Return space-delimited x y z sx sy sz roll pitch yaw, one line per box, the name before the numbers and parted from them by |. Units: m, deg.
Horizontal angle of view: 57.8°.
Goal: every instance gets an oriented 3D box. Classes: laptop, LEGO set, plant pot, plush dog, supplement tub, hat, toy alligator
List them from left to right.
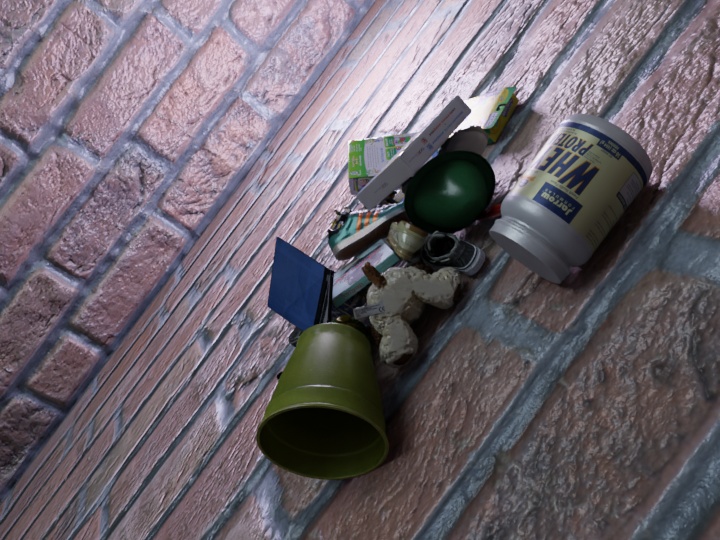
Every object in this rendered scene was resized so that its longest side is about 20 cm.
laptop | -0.119 0.078 1.209 0.201 0.115 0.188 -89 10 -49
plant pot | -0.052 0.195 1.044 0.200 0.200 0.194 -37 31 32
LEGO set | -0.015 -0.125 1.483 0.201 0.116 0.154 -58 22 0
toy alligator | -0.005 0.132 1.246 0.054 0.060 0.200 -14 21 -12
plush dog | 0.063 0.052 1.144 0.200 0.160 0.172 -53 -3 -4
hat | 0.181 -0.095 1.099 0.200 0.165 0.177 -56 30 28
supplement tub | 0.287 -0.098 0.906 0.200 0.145 0.145 -53 24 0

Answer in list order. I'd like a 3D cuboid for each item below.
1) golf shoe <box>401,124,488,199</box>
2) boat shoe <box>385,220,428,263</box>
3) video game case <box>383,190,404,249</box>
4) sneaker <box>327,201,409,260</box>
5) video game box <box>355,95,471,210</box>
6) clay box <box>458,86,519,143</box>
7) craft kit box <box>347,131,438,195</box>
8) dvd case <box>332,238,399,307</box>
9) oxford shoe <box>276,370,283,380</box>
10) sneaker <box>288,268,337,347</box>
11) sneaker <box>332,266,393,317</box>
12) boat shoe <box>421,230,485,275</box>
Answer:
golf shoe | 0.163 -0.176 1.206 0.200 0.078 0.098 -44 31 28
boat shoe | 0.080 -0.051 1.226 0.063 0.073 0.200 -63 -3 -2
video game case | 0.119 -0.146 1.435 0.200 0.023 0.182 -44 25 22
sneaker | 0.019 -0.102 1.365 0.199 0.071 0.080 -29 63 5
video game box | 0.094 -0.210 1.189 0.182 0.047 0.200 -46 5 -25
clay box | 0.254 -0.320 1.394 0.115 0.048 0.200 -58 25 -13
craft kit box | 0.071 -0.238 1.424 0.196 0.049 0.200 -3 34 2
dvd case | 0.000 0.000 1.262 0.146 0.022 0.200 -37 10 3
oxford shoe | -0.099 0.220 1.265 0.200 0.073 0.072 -19 40 52
sneaker | -0.103 0.077 1.453 0.200 0.086 0.080 -52 22 3
sneaker | -0.003 0.033 1.368 0.199 0.077 0.085 -27 24 32
boat shoe | 0.151 -0.042 1.164 0.072 0.071 0.200 -57 18 -7
